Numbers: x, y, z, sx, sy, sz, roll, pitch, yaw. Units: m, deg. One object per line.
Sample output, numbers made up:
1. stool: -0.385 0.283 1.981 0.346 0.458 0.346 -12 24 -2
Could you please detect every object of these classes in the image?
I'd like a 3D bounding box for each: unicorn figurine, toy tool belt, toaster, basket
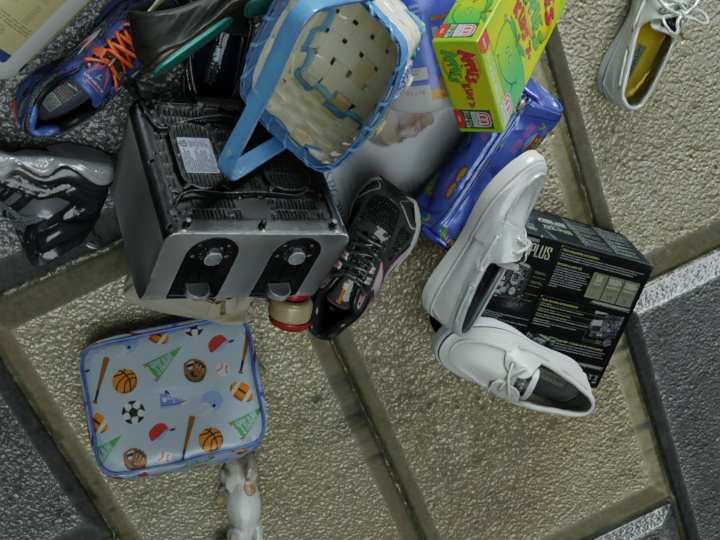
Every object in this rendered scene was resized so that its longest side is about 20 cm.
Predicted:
1. unicorn figurine: -0.141 0.281 1.288 0.072 0.137 0.204 11 98 -9
2. toy tool belt: -0.136 -0.014 1.133 0.196 0.125 0.125 11 112 -5
3. toaster: -0.130 -0.069 1.037 0.178 0.202 0.119 -1 141 -30
4. basket: -0.036 -0.175 0.971 0.139 0.199 0.177 43 127 11

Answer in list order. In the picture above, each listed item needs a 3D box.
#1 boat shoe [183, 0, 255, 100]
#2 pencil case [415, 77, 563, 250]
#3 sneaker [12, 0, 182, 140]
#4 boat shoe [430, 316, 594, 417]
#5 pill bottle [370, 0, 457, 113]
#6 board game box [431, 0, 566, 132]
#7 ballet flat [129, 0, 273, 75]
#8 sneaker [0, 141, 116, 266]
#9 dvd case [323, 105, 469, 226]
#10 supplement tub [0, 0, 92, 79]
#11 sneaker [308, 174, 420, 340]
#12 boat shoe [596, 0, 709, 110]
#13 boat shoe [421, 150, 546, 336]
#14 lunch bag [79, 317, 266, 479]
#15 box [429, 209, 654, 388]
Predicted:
1. boat shoe: -0.131 -0.244 1.063 0.073 0.062 0.203 6 112 -15
2. pencil case: 0.127 -0.113 1.157 0.078 0.087 0.201 37 105 8
3. sneaker: -0.242 -0.187 1.051 0.199 0.079 0.075 -41 119 7
4. boat shoe: 0.168 0.112 1.210 0.198 0.066 0.073 25 108 -24
5. pill bottle: 0.054 -0.265 1.072 0.110 0.112 0.203 -16 119 -6
6. board game box: 0.136 -0.236 1.061 0.047 0.202 0.102 5 139 30
7. ballet flat: -0.119 -0.249 1.003 0.198 0.068 0.069 -29 94 -12
8. sneaker: -0.340 -0.066 1.084 0.196 0.076 0.116 3 112 -19
9. dvd case: 0.026 -0.116 1.189 0.197 0.018 0.145 -19 119 -5
10. supplement tub: -0.286 -0.280 0.958 0.199 0.145 0.144 -41 118 7
11. sneaker: 0.000 0.000 1.158 0.079 0.087 0.202 26 129 6
12. boat shoe: 0.312 -0.260 1.156 0.073 0.086 0.205 17 110 -21
13. boat shoe: 0.136 -0.023 1.129 0.201 0.068 0.072 -55 151 14
14. lunch bag: -0.195 0.130 1.190 0.196 0.076 0.163 -10 77 -11
15. box: 0.201 0.026 1.264 0.197 0.086 0.166 12 112 -20
